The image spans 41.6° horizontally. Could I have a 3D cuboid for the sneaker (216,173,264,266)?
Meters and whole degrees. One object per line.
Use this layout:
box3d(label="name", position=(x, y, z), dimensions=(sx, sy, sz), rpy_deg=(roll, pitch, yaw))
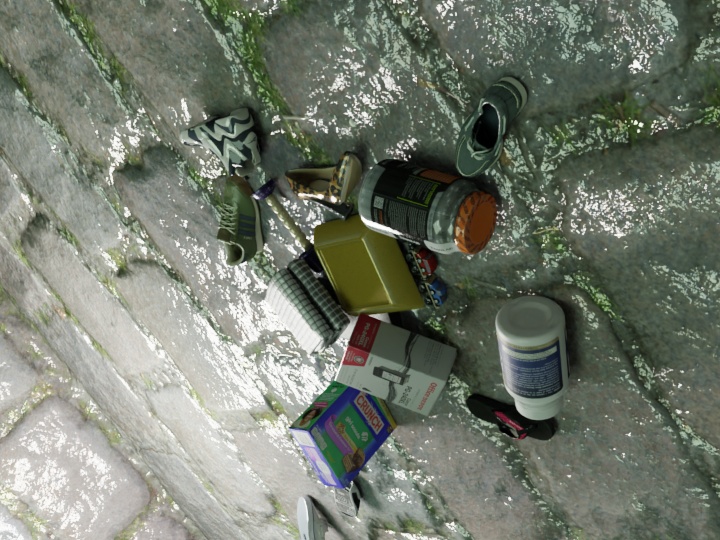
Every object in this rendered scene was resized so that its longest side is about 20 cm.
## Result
box3d(label="sneaker", position=(-0.255, -0.091, 1.930), dimensions=(0.067, 0.090, 0.200), rpy_deg=(24, 140, 32))

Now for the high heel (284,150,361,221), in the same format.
box3d(label="high heel", position=(-0.073, -0.172, 1.655), dimensions=(0.142, 0.071, 0.200), rpy_deg=(32, 154, 10))

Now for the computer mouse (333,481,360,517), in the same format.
box3d(label="computer mouse", position=(-0.038, 0.545, 2.409), dimensions=(0.110, 0.044, 0.200), rpy_deg=(16, 131, 32))

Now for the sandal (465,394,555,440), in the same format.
box3d(label="sandal", position=(0.276, 0.286, 1.779), dimensions=(0.200, 0.045, 0.075), rpy_deg=(10, 132, 42))

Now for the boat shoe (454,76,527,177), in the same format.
box3d(label="boat shoe", position=(0.173, -0.196, 1.368), dimensions=(0.073, 0.062, 0.200), rpy_deg=(41, 146, 9))

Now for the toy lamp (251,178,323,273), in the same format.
box3d(label="toy lamp", position=(-0.131, -0.082, 1.833), dimensions=(0.200, 0.058, 0.058), rpy_deg=(51, 147, -8))

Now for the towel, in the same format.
box3d(label="towel", position=(-0.102, 0.074, 1.856), dimensions=(0.166, 0.086, 0.200), rpy_deg=(51, 164, 7))

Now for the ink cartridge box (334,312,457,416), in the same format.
box3d(label="ink cartridge box", position=(0.067, 0.181, 1.808), dimensions=(0.200, 0.083, 0.145), rpy_deg=(21, 143, 2))

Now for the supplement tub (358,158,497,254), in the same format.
box3d(label="supplement tub", position=(0.106, -0.098, 1.492), dimensions=(0.200, 0.123, 0.123), rpy_deg=(21, 139, 35))

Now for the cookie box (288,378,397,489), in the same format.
box3d(label="cookie box", position=(-0.034, 0.337, 2.037), dimensions=(0.075, 0.200, 0.171), rpy_deg=(-1, 125, 47))

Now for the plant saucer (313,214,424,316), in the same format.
box3d(label="plant saucer", position=(0.000, 0.000, 1.748), dimensions=(0.200, 0.048, 0.200), rpy_deg=(-11, 108, 49))

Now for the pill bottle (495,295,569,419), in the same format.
box3d(label="pill bottle", position=(0.287, 0.149, 1.562), dimensions=(0.111, 0.111, 0.200), rpy_deg=(19, 137, 36))

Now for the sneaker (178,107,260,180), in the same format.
box3d(label="sneaker", position=(-0.260, -0.227, 1.801), dimensions=(0.199, 0.079, 0.130), rpy_deg=(-8, 111, 40))

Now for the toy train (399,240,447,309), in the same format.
box3d(label="toy train", position=(0.111, -0.015, 1.659), dimensions=(0.046, 0.034, 0.200), rpy_deg=(-3, 123, 35))

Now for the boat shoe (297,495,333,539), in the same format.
box3d(label="boat shoe", position=(-0.119, 0.727, 2.666), dimensions=(0.075, 0.086, 0.202), rpy_deg=(-16, 84, 59))

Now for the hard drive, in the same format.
box3d(label="hard drive", position=(0.000, 0.092, 1.893), dimensions=(0.200, 0.033, 0.140), rpy_deg=(14, 135, 39))
